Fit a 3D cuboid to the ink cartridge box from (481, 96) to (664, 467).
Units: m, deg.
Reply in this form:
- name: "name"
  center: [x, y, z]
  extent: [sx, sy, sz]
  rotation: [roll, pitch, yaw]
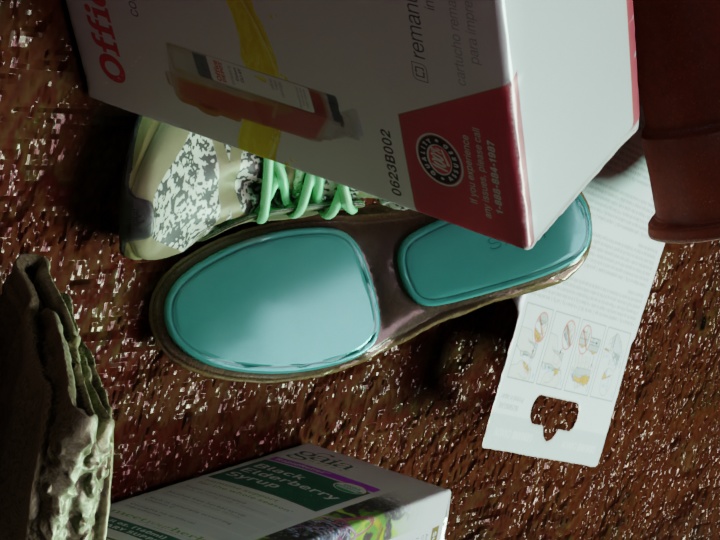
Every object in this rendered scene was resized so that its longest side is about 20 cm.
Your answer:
- name: "ink cartridge box"
  center: [0.102, -0.009, 1.407]
  extent: [0.162, 0.057, 0.201]
  rotation: [16, 95, -63]

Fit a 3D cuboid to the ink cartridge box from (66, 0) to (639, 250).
- name: "ink cartridge box"
  center: [-0.011, -0.110, 0.972]
  extent: [0.083, 0.199, 0.146]
  rotation: [-47, 144, -34]

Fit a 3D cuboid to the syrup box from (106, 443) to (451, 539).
- name: "syrup box"
  center: [-0.046, 0.133, 1.175]
  extent: [0.200, 0.078, 0.082]
  rotation: [-14, 117, -59]

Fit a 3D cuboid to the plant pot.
- name: "plant pot"
  center: [0.203, -0.138, 1.321]
  extent: [0.201, 0.200, 0.196]
  rotation: [-28, 102, -54]

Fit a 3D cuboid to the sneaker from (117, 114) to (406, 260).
- name: "sneaker"
  center: [-0.021, -0.048, 1.106]
  extent: [0.200, 0.088, 0.077]
  rotation: [-30, 131, -53]

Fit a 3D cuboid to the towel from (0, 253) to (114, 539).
- name: "towel"
  center: [-0.120, 0.108, 0.987]
  extent: [0.148, 0.036, 0.201]
  rotation: [-119, -145, -66]

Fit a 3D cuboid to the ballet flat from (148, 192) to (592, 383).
- name: "ballet flat"
  center: [0.000, 0.000, 1.171]
  extent: [0.199, 0.072, 0.068]
  rotation: [-19, 98, -18]
